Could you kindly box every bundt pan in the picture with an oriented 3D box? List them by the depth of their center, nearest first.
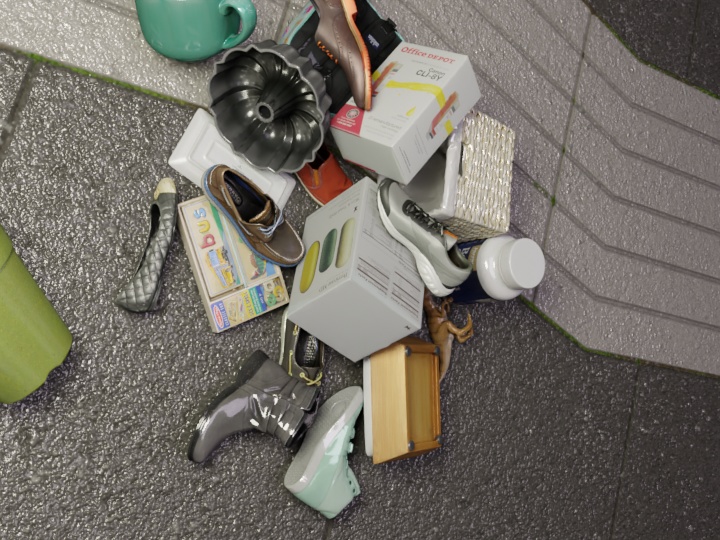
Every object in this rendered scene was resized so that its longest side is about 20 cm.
[{"bbox_3d":[-0.127,-0.253,1.285,0.203,0.200,0.076,53,41,-16],"label":"bundt pan"}]

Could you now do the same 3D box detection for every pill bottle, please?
[{"bbox_3d":[0.222,-0.002,1.489,0.109,0.199,0.114,4,81,-31],"label":"pill bottle"}]

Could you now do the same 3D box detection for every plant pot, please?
[{"bbox_3d":[-0.465,0.059,1.065,0.201,0.198,0.191,-51,124,-26],"label":"plant pot"}]

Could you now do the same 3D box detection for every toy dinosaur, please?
[{"bbox_3d":[0.149,0.116,1.524,0.104,0.060,0.205,-12,93,5],"label":"toy dinosaur"}]

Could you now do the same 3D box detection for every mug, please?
[{"bbox_3d":[-0.244,-0.368,1.246,0.149,0.186,0.116,-18,137,-17],"label":"mug"}]

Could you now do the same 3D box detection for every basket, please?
[{"bbox_3d":[0.145,-0.159,1.459,0.158,0.198,0.203,14,77,-32],"label":"basket"}]

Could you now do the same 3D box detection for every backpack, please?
[{"bbox_3d":[-0.050,-0.338,1.379,0.176,0.152,0.202,46,62,-23],"label":"backpack"}]

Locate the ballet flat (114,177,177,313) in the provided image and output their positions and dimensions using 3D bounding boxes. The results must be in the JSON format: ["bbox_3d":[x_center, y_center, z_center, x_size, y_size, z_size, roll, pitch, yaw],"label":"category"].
[{"bbox_3d":[-0.302,-0.039,1.235,0.056,0.066,0.205,16,75,-24],"label":"ballet flat"}]

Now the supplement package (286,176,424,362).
[{"bbox_3d":[0.000,0.000,1.331,0.150,0.151,0.203,35,45,-29],"label":"supplement package"}]

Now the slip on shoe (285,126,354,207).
[{"bbox_3d":[-0.063,-0.164,1.406,0.200,0.061,0.075,48,61,-21],"label":"slip on shoe"}]

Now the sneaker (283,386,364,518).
[{"bbox_3d":[-0.033,0.292,1.371,0.119,0.073,0.202,48,59,-27],"label":"sneaker"}]

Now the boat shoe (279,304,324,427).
[{"bbox_3d":[-0.091,0.151,1.351,0.070,0.060,0.206,2,83,-32],"label":"boat shoe"}]

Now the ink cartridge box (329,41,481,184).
[{"bbox_3d":[0.069,-0.248,1.322,0.201,0.144,0.084,-50,138,-18],"label":"ink cartridge box"}]

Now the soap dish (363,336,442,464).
[{"bbox_3d":[0.072,0.208,1.409,0.156,0.080,0.205,11,76,-58],"label":"soap dish"}]

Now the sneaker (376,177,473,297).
[{"bbox_3d":[0.097,-0.059,1.292,0.201,0.079,0.074,52,38,-9],"label":"sneaker"}]

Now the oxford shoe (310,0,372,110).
[{"bbox_3d":[-0.029,-0.331,1.279,0.071,0.071,0.204,-15,84,-3],"label":"oxford shoe"}]

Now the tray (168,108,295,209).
[{"bbox_3d":[-0.193,-0.155,1.344,0.199,0.022,0.109,36,66,-25],"label":"tray"}]

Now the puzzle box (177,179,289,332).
[{"bbox_3d":[-0.196,-0.024,1.311,0.131,0.025,0.204,-22,101,-27],"label":"puzzle box"}]

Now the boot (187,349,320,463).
[{"bbox_3d":[-0.153,0.223,1.265,0.130,0.070,0.201,32,66,10],"label":"boot"}]

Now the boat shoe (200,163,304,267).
[{"bbox_3d":[-0.153,-0.077,1.279,0.199,0.072,0.073,41,71,-23],"label":"boat shoe"}]
